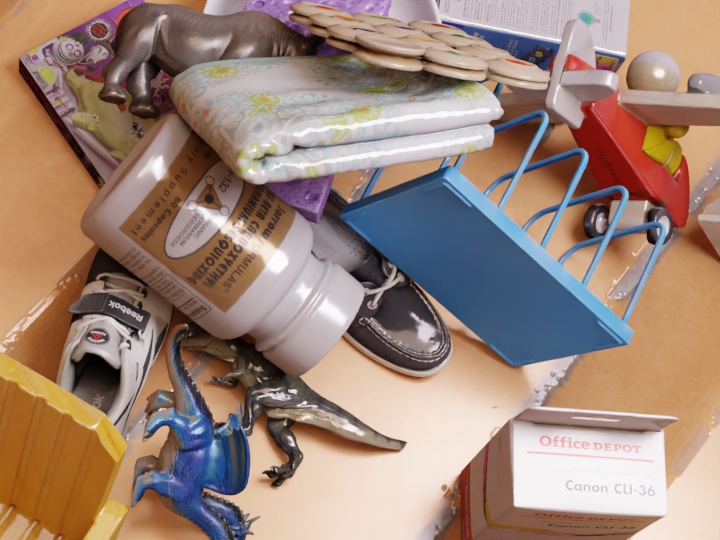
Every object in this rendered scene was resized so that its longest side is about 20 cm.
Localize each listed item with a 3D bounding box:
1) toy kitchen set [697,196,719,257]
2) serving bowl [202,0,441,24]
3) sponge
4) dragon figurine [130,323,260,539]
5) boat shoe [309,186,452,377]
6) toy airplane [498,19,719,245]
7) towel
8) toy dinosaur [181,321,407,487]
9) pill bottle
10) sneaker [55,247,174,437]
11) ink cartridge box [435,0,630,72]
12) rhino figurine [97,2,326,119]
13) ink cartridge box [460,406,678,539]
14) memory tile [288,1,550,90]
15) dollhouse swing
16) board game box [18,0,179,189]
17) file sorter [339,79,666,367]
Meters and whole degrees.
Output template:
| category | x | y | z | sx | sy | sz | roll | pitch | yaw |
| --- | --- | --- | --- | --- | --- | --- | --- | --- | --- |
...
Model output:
| category | x | y | z | sx | sy | sz | roll | pitch | yaw |
| --- | --- | --- | --- | --- | --- | --- | --- | --- | --- |
| toy kitchen set | 0.393 | -0.088 | 1.368 | 0.163 | 0.200 | 0.181 | 3 | 61 | 36 |
| serving bowl | -0.033 | -0.180 | 1.363 | 0.200 | 0.066 | 0.201 | 0 | 73 | 1 |
| sponge | -0.055 | -0.147 | 1.304 | 0.111 | 0.030 | 0.200 | 16 | 74 | 7 |
| dragon figurine | -0.111 | 0.130 | 1.198 | 0.099 | 0.059 | 0.200 | 9 | 105 | -9 |
| boat shoe | 0.000 | 0.000 | 1.311 | 0.074 | 0.060 | 0.200 | -37 | 79 | -20 |
| toy airplane | 0.209 | -0.131 | 1.324 | 0.200 | 0.199 | 0.141 | 31 | 64 | 4 |
| towel | -0.020 | -0.116 | 1.169 | 0.200 | 0.171 | 0.048 | -10 | 113 | -19 |
| toy dinosaur | -0.065 | 0.110 | 1.268 | 0.200 | 0.047 | 0.088 | 33 | 61 | 0 |
| pill bottle | -0.100 | -0.014 | 1.231 | 0.200 | 0.114 | 0.114 | 39 | 67 | -14 |
| sneaker | -0.185 | 0.050 | 1.236 | 0.074 | 0.089 | 0.200 | 12 | 72 | -3 |
| ink cartridge box | 0.130 | -0.246 | 1.419 | 0.199 | 0.076 | 0.137 | 11 | 67 | -7 |
| rhino figurine | -0.097 | -0.159 | 1.263 | 0.199 | 0.060 | 0.088 | 5 | 77 | -4 |
| ink cartridge box | 0.150 | 0.158 | 1.202 | 0.116 | 0.200 | 0.068 | 4 | 69 | -8 |
| memory tile | 0.039 | -0.168 | 1.206 | 0.153 | 0.200 | 0.017 | 6 | 106 | -22 |
| dollhouse swing | -0.280 | 0.165 | 1.138 | 0.200 | 0.176 | 0.182 | 31 | 67 | 2 |
| board game box | -0.177 | -0.120 | 1.345 | 0.120 | 0.032 | 0.200 | -31 | 77 | -23 |
| file sorter | 0.118 | -0.038 | 1.270 | 0.200 | 0.139 | 0.123 | 41 | 61 | -20 |
